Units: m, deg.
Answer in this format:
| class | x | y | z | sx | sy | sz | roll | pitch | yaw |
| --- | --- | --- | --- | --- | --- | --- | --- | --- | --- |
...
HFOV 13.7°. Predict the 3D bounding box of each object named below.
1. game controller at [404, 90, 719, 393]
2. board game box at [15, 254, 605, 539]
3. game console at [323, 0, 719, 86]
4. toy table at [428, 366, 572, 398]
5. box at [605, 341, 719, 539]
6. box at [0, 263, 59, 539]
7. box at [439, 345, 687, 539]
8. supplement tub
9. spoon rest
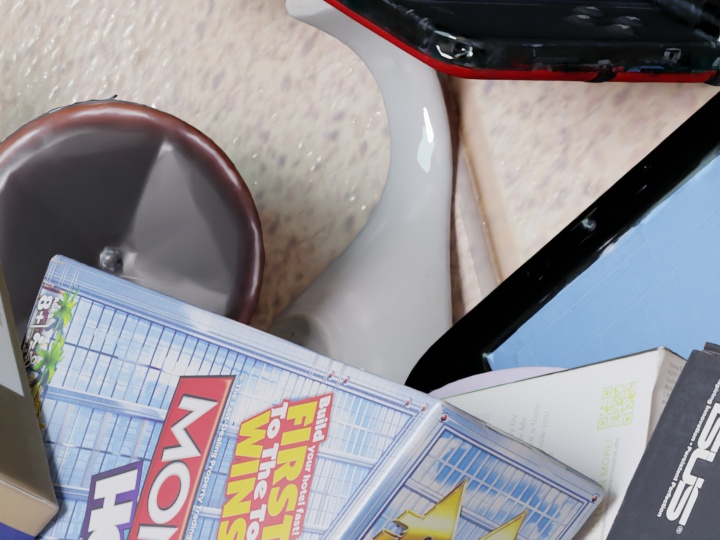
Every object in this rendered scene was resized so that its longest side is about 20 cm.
| class | x | y | z | sx | sy | sz | roll | pitch | yaw |
| --- | --- | --- | --- | --- | --- | --- | --- | --- | --- |
| game controller | 0.093 | 0.020 | 0.946 | 0.200 | 0.042 | 0.104 | -43 | 40 | 23 |
| board game box | -0.036 | 0.093 | 0.782 | 0.200 | 0.062 | 0.200 | -5 | 63 | 52 |
| game console | 0.061 | -0.149 | 1.039 | 0.200 | 0.172 | 0.119 | 37 | 123 | 54 |
| toy table | 0.085 | 0.111 | 0.831 | 0.184 | 0.117 | 0.200 | -56 | 36 | 7 |
| box | 0.123 | 0.129 | 0.704 | 0.049 | 0.200 | 0.161 | 21 | 83 | 55 |
| box | -0.167 | 0.089 | 0.874 | 0.200 | 0.032 | 0.121 | -45 | 37 | 20 |
| box | 0.008 | 0.107 | 0.801 | 0.200 | 0.036 | 0.145 | -14 | 56 | 45 |
| supplement tub | -0.092 | -0.009 | 1.085 | 0.107 | 0.107 | 0.200 | -61 | 7 | 0 |
| spoon rest | 0.000 | 0.000 | 1.069 | 0.099 | 0.061 | 0.200 | -8 | 74 | 48 |
